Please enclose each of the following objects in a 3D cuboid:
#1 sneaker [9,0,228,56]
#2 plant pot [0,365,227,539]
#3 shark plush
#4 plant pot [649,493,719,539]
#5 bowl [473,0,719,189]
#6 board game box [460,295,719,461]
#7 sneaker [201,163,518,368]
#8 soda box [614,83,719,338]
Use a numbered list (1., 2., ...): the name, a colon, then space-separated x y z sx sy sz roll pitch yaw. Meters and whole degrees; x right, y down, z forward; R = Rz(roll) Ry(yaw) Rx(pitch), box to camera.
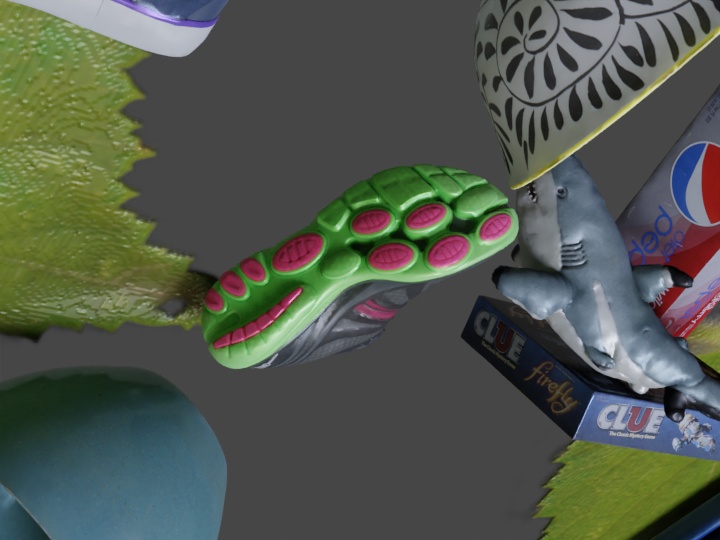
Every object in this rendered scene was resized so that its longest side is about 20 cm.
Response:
1. sneaker: -0.112 -0.178 0.468 0.198 0.081 0.147 17 121 -32
2. plant pot: -0.160 0.136 0.751 0.135 0.199 0.201 -40 154 -33
3. shark plush: 0.160 0.023 0.733 0.083 0.200 0.091 -46 164 19
4. plant pot: 0.385 0.310 1.150 0.199 0.181 0.200 21 127 -38
5. bowl: 0.115 -0.138 0.559 0.200 0.094 0.201 -42 -178 2
6. board game box: 0.183 0.077 0.837 0.198 0.135 0.035 13 108 -34
7. sneaker: 0.000 0.000 0.735 0.198 0.078 0.084 -23 159 11
8. soda box: 0.213 -0.032 0.763 0.063 0.070 0.201 -11 145 -38
